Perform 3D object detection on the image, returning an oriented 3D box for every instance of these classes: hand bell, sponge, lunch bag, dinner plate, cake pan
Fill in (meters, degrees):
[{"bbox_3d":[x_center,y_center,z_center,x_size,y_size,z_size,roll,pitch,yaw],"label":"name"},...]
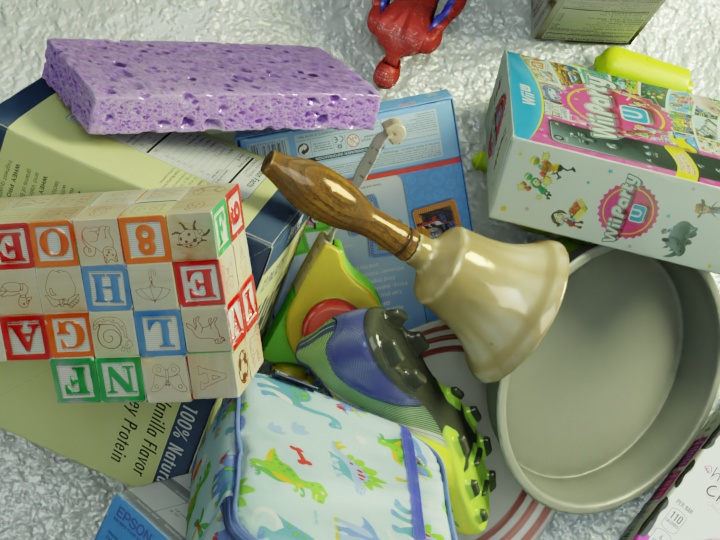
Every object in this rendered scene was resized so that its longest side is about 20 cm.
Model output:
[{"bbox_3d":[0.022,-0.019,1.144,0.199,0.104,0.105,29,79,-20],"label":"hand bell"},{"bbox_3d":[-0.097,-0.121,1.179,0.199,0.112,0.030,-2,114,-27],"label":"sponge"},{"bbox_3d":[-0.019,0.149,1.063,0.160,0.200,0.083,24,112,-12],"label":"lunch bag"},{"bbox_3d":[0.059,0.127,1.250,0.199,0.024,0.201,-6,107,-22],"label":"dinner plate"},{"bbox_3d":[0.166,0.068,1.242,0.199,0.037,0.201,-12,113,-30],"label":"cake pan"}]

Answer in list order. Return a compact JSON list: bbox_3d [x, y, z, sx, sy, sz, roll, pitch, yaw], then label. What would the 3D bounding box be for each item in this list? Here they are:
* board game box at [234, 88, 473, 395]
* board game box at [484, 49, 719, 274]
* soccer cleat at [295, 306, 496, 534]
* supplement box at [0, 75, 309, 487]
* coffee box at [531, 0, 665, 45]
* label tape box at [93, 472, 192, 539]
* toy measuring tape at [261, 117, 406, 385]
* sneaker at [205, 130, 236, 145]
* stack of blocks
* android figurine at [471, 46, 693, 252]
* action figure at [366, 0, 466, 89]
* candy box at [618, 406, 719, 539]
[{"bbox_3d":[0.005,-0.012,1.252,0.150,0.037,0.201,-11,105,-1],"label":"board game box"},{"bbox_3d":[0.187,-0.072,1.222,0.199,0.148,0.065,12,119,-5],"label":"board game box"},{"bbox_3d":[0.026,0.102,1.193,0.083,0.200,0.065,-16,37,23],"label":"soccer cleat"},{"bbox_3d":[-0.160,0.008,1.185,0.199,0.134,0.201,23,113,4],"label":"supplement box"},{"bbox_3d":[0.174,-0.241,1.262,0.079,0.200,0.115,2,81,-5],"label":"coffee box"},{"bbox_3d":[-0.052,0.185,1.138,0.144,0.200,0.064,36,114,27],"label":"label tape box"},{"bbox_3d":[0.000,0.000,1.202,0.073,0.074,0.201,29,102,1],"label":"toy measuring tape"},{"bbox_3d":[-0.036,-0.071,1.293,0.199,0.074,0.089,24,99,-3],"label":"sneaker"},{"bbox_3d":[-0.167,0.016,1.084,0.199,0.059,0.116,-2,109,13],"label":"stack of blocks"},{"bbox_3d":[0.182,-0.074,1.316,0.199,0.041,0.183,15,80,-2],"label":"android figurine"},{"bbox_3d":[0.056,-0.225,1.329,0.065,0.052,0.201,24,85,6],"label":"action figure"},{"bbox_3d":[0.273,0.185,1.270,0.136,0.061,0.200,38,80,3],"label":"candy box"}]
